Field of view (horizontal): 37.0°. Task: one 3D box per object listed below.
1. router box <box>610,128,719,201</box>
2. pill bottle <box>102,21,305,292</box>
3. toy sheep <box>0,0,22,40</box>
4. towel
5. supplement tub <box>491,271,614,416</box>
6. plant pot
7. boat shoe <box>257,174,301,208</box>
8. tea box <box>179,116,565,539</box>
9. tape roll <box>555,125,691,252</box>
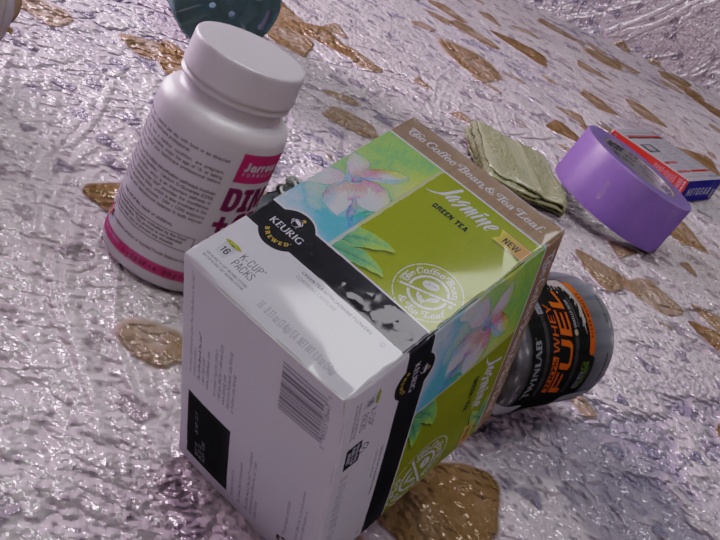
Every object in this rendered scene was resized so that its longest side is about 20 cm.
[{"bbox_3d":[0.579,-0.203,2.061,0.179,0.049,0.199,42,27,26],"label":"router box"},{"bbox_3d":[-0.128,-0.093,0.888,0.112,0.201,0.114,23,25,-11],"label":"pill bottle"},{"bbox_3d":[-0.402,-0.271,1.024,0.138,0.139,0.199,39,18,23],"label":"toy sheep"},{"bbox_3d":[0.232,-0.155,1.606,0.147,0.037,0.201,23,25,-16],"label":"towel"},{"bbox_3d":[0.129,0.064,0.958,0.199,0.123,0.123,-3,39,-49],"label":"supplement tub"},{"bbox_3d":[-0.198,-0.417,1.482,0.199,0.201,0.197,14,35,-30],"label":"plant pot"},{"bbox_3d":[-0.062,-0.067,1.043,0.198,0.062,0.073,3,25,-19],"label":"boat shoe"},{"bbox_3d":[0.000,0.047,0.682,0.133,0.201,0.196,39,53,22],"label":"tea box"},{"bbox_3d":[0.398,-0.125,1.633,0.199,0.085,0.201,32,23,-15],"label":"tape roll"}]
